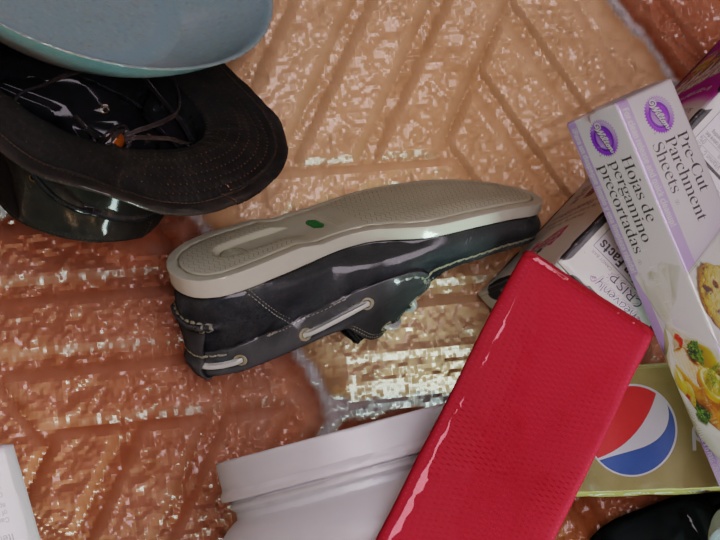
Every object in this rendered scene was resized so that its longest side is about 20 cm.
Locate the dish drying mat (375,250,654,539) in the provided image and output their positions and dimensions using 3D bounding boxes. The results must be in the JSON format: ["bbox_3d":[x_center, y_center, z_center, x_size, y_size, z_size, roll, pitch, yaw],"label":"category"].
[{"bbox_3d":[0.061,0.094,1.180,0.077,0.018,0.200,32,71,-12],"label":"dish drying mat"}]

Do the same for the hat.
[{"bbox_3d":[-0.140,-0.067,1.258,0.200,0.201,0.081,20,123,-11],"label":"hat"}]

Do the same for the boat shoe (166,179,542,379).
[{"bbox_3d":[0.000,0.000,1.305,0.199,0.072,0.068,-17,113,-19],"label":"boat shoe"}]

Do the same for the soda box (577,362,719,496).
[{"bbox_3d":[0.170,0.078,1.282,0.199,0.068,0.064,-3,83,17],"label":"soda box"}]

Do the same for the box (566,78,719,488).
[{"bbox_3d":[0.158,0.012,1.205,0.041,0.039,0.201,-24,92,-36],"label":"box"}]

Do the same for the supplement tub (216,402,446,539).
[{"bbox_3d":[0.014,0.173,1.237,0.144,0.145,0.201,-13,86,-15],"label":"supplement tub"}]

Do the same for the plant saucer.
[{"bbox_3d":[-0.141,-0.146,1.253,0.200,0.039,0.201,18,34,-13],"label":"plant saucer"}]

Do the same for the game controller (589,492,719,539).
[{"bbox_3d":[0.187,0.214,1.335,0.104,0.042,0.201,-19,87,-1],"label":"game controller"}]

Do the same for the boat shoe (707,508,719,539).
[{"bbox_3d":[0.260,0.145,1.326,0.200,0.071,0.091,32,52,-23],"label":"boat shoe"}]

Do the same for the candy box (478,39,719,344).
[{"bbox_3d":[0.162,-0.043,1.306,0.061,0.136,0.200,46,76,-4],"label":"candy box"}]

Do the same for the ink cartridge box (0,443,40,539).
[{"bbox_3d":[-0.209,0.197,1.211,0.146,0.083,0.201,-14,86,-15],"label":"ink cartridge box"}]
